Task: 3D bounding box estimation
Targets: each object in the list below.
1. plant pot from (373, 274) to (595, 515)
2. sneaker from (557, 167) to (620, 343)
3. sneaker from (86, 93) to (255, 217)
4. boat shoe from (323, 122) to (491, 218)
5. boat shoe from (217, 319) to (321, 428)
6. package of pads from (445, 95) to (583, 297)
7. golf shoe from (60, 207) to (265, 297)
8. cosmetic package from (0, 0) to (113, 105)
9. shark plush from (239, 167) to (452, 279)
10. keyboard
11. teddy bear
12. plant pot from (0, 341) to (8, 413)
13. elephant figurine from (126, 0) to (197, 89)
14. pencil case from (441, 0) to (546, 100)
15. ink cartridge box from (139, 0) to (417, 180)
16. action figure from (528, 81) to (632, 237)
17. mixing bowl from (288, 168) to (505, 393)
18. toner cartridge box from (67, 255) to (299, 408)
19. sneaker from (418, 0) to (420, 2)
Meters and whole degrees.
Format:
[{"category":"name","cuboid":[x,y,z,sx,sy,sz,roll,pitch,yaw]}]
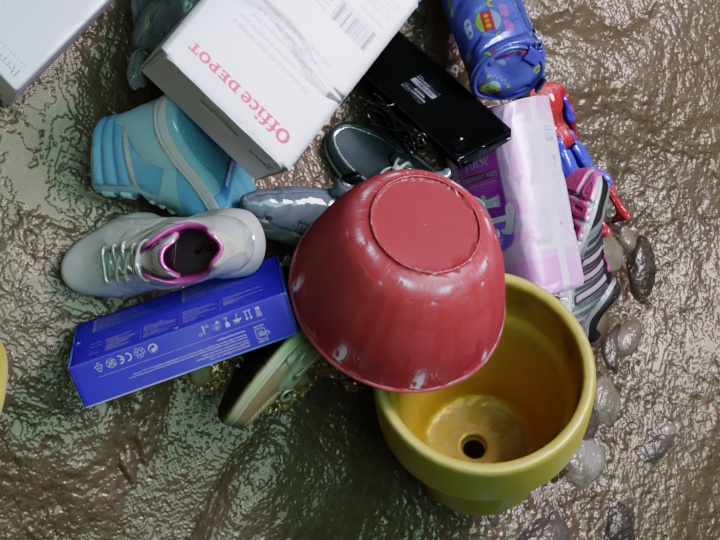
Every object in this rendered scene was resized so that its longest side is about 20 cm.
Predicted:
[{"category":"plant pot","cuboid":[0.112,0.135,1.184,0.197,0.190,0.203,-1,57,2]},{"category":"sneaker","cuboid":[0.234,-0.007,1.331,0.086,0.074,0.203,5,100,-31]},{"category":"sneaker","cuboid":[-0.178,-0.079,1.177,0.080,0.129,0.201,-77,151,-43]},{"category":"boat shoe","cuboid":[0.049,-0.089,1.244,0.199,0.062,0.073,38,74,10]},{"category":"boat shoe","cuboid":[-0.048,0.072,1.145,0.063,0.073,0.201,44,74,-14]},{"category":"package of pads","cuboid":[0.154,-0.069,1.283,0.075,0.120,0.203,-10,89,-34]},{"category":"golf shoe","cuboid":[-0.186,-0.016,1.112,0.197,0.091,0.077,-11,93,16]},{"category":"cosmetic package","cuboid":[-0.284,-0.259,1.144,0.101,0.071,0.201,44,71,-14]},{"category":"shark plush","cuboid":[-0.010,-0.056,1.174,0.197,0.084,0.092,-4,49,3]},{"category":"keyboard","cuboid":[0.051,-0.163,1.251,0.103,0.040,0.200,-27,55,-25]},{"category":"teddy bear","cuboid":[-0.078,0.066,1.211,0.197,0.067,0.147,-17,87,-14]},{"category":"plant pot","cuboid":[-0.395,0.087,1.009,0.187,0.200,0.204,23,76,-34]},{"category":"elephant figurine","cuboid":[-0.112,-0.212,1.191,0.199,0.142,0.156,32,103,-33]},{"category":"pencil case","cuboid":[0.127,-0.264,1.267,0.078,0.086,0.202,30,37,-48]},{"category":"ink cartridge box","cuboid":[-0.069,-0.202,1.084,0.145,0.083,0.201,42,71,-16]},{"category":"action figure","cuboid":[0.220,-0.131,1.358,0.065,0.052,0.202,-33,98,-26]},{"category":"mixing bowl","cuboid":[0.043,-0.010,1.069,0.197,0.109,0.203,6,58,-9]},{"category":"toner cartridge box","cuboid":[-0.156,0.052,1.118,0.197,0.095,0.044,-19,111,-1]},{"category":"sneaker","cuboid":[-0.009,-0.263,1.233,0.078,0.070,0.200,56,35,-10]}]
